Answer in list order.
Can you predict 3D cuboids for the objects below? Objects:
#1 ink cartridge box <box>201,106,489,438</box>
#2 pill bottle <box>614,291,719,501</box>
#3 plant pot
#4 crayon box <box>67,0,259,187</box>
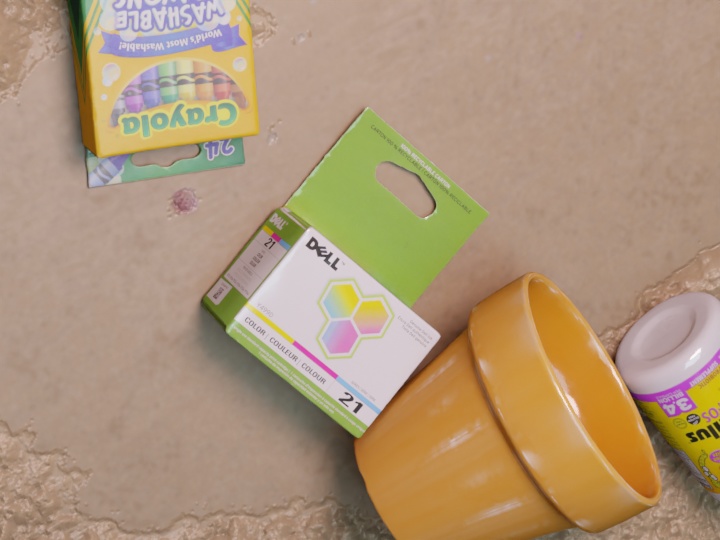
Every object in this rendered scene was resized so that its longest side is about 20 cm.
[{"bbox_3d":[0.000,0.000,1.796,0.148,0.076,0.200,39,90,-24],"label":"ink cartridge box"},{"bbox_3d":[0.301,0.120,1.923,0.104,0.104,0.200,-43,114,-5],"label":"pill bottle"},{"bbox_3d":[0.103,0.132,1.810,0.183,0.200,0.200,-30,115,17],"label":"plant pot"},{"bbox_3d":[-0.143,-0.161,1.715,0.125,0.052,0.201,-10,108,-17],"label":"crayon box"}]
